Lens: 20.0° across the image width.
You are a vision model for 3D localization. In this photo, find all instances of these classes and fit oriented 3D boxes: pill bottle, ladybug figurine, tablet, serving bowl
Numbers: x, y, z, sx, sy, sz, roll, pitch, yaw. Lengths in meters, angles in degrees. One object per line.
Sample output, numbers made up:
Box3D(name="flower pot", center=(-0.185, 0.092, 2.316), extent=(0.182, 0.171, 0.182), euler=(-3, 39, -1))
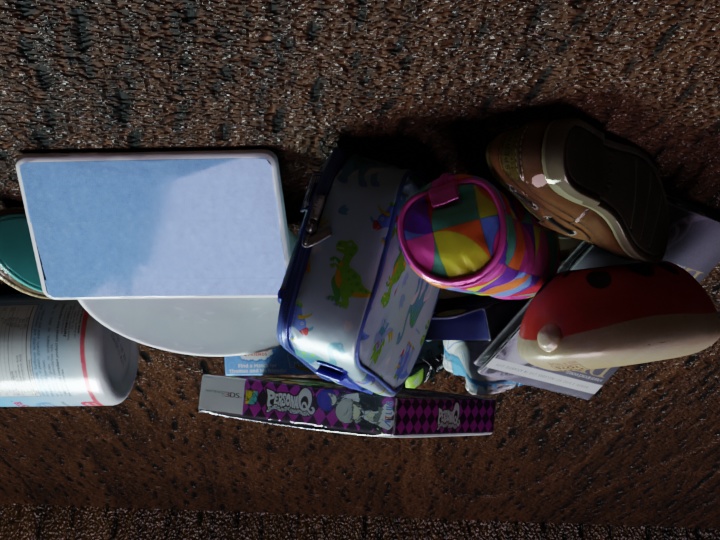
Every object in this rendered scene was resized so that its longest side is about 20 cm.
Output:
Box3D(name="pill bottle", center=(-0.323, 0.077, 1.963), extent=(0.198, 0.110, 0.109), euler=(-2, 166, 16))
Box3D(name="ladybug figurine", center=(0.191, 0.032, 1.521), extent=(0.135, 0.073, 0.199), euler=(-6, 180, 35))
Box3D(name="tablet", center=(-0.153, -0.034, 1.529), extent=(0.198, 0.014, 0.131), euler=(-1, 124, 8))
Box3D(name="serving bowl", center=(-0.130, -0.007, 1.637), extent=(0.198, 0.066, 0.201), euler=(3, 149, 2))

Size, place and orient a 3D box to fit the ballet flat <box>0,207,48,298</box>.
Box3D(name="ballet flat", center=(-0.253, -0.008, 1.706), extent=(0.065, 0.071, 0.199), euler=(9, 171, 45))

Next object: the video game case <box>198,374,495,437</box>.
Box3D(name="video game case", center=(-0.007, 0.112, 1.691), extent=(0.180, 0.036, 0.200), euler=(5, 179, 28))

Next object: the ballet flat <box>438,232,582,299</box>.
Box3D(name="ballet flat", center=(0.116, -0.022, 1.626), extent=(0.198, 0.068, 0.062), euler=(-8, 148, 8))

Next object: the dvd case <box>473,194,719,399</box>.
Box3D(name="dvd case", center=(0.199, 0.022, 1.620), extent=(0.148, 0.016, 0.200), euler=(15, 124, -46))

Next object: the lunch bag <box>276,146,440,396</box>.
Box3D(name="lunch bag", center=(0.004, 0.008, 1.513), extent=(0.082, 0.162, 0.200), euler=(14, 172, 15))

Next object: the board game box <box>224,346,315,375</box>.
Box3D(name="board game box", center=(-0.023, 0.052, 1.812), extent=(0.150, 0.037, 0.200), euler=(-1, -169, 12))

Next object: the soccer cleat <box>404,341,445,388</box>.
Box3D(name="soccer cleat", center=(0.060, 0.078, 1.919), extent=(0.198, 0.081, 0.068), euler=(-7, 134, -8))

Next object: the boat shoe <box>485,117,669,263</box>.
Box3D(name="boat shoe", center=(0.157, -0.059, 1.445), extent=(0.068, 0.072, 0.200), euler=(-1, 158, 32))

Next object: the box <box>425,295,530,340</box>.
Box3D(name="box", center=(0.112, 0.028, 1.686), extent=(0.199, 0.033, 0.121), euler=(-16, -172, -37))

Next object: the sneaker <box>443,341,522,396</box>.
Box3D(name="sneaker", center=(0.107, 0.053, 1.794), extent=(0.074, 0.087, 0.200), euler=(-20, -168, -15))

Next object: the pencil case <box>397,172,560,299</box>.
Box3D(name="pencil case", center=(0.088, -0.024, 1.473), extent=(0.088, 0.089, 0.200), euler=(-2, 177, 15))
